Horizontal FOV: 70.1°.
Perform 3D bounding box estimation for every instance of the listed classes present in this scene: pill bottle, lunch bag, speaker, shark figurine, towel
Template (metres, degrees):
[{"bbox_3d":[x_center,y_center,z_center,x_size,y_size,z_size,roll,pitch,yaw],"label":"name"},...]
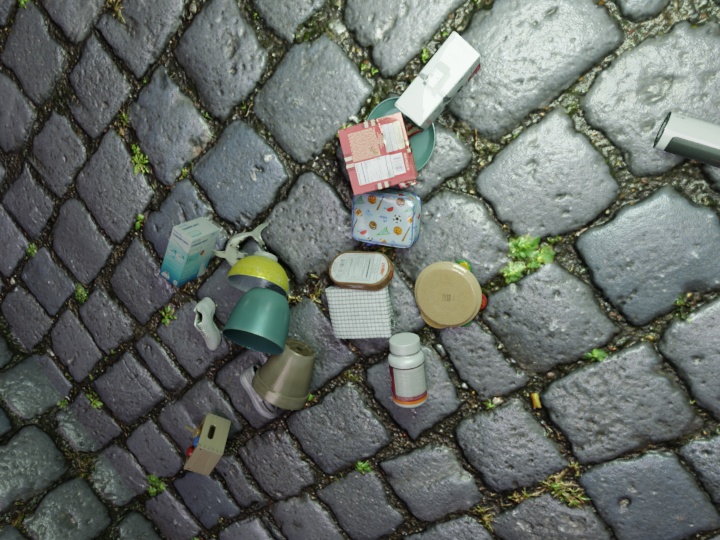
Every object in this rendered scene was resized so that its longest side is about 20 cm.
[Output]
[{"bbox_3d":[0.139,0.295,1.528,0.109,0.109,0.202,1,108,25],"label":"pill bottle"},{"bbox_3d":[0.067,-0.144,1.427,0.198,0.076,0.162,11,115,21],"label":"lunch bag"},{"bbox_3d":[0.728,-0.262,1.064,0.199,0.081,0.082,24,117,16],"label":"speaker"},{"bbox_3d":[-0.395,-0.097,1.666,0.127,0.090,0.214,26,133,-23],"label":"shark figurine"},{"bbox_3d":[0.005,0.114,1.543,0.198,0.085,0.167,-6,98,22],"label":"towel"}]

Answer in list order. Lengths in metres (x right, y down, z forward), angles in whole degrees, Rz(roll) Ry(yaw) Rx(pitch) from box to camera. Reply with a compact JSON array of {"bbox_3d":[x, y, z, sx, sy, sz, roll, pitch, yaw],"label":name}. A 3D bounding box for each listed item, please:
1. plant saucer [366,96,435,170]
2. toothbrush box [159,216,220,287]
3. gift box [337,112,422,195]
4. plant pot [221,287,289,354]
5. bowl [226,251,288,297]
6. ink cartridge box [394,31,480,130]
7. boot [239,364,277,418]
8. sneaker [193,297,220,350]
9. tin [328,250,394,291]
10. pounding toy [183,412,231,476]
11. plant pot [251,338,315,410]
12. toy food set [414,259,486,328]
[{"bbox_3d":[0.106,-0.353,1.354,0.198,0.036,0.202,8,111,22],"label":"plant saucer"},{"bbox_3d":[-0.572,-0.064,1.718,0.085,0.146,0.201,33,118,11],"label":"toothbrush box"},{"bbox_3d":[0.063,-0.286,1.277,0.198,0.187,0.186,-9,103,7],"label":"gift box"},{"bbox_3d":[-0.311,0.150,1.612,0.199,0.162,0.201,14,155,6],"label":"plant pot"},{"bbox_3d":[-0.315,0.003,1.628,0.198,0.200,0.109,2,67,25],"label":"bowl"},{"bbox_3d":[0.183,-0.433,1.201,0.083,0.145,0.200,43,107,2],"label":"ink cartridge box"},{"bbox_3d":[-0.347,0.431,1.829,0.201,0.073,0.095,52,128,2],"label":"boot"},{"bbox_3d":[-0.560,0.202,1.848,0.070,0.080,0.202,1,110,23],"label":"sneaker"},{"bbox_3d":[0.000,0.000,1.492,0.198,0.042,0.113,2,70,24],"label":"tin"},{"bbox_3d":[-0.609,0.654,1.983,0.141,0.201,0.185,25,121,-17],"label":"pounding toy"},{"bbox_3d":[-0.233,0.328,1.689,0.199,0.200,0.175,30,101,13],"label":"plant pot"},{"bbox_3d":[0.247,0.069,1.431,0.196,0.049,0.202,-11,103,28],"label":"toy food set"}]
